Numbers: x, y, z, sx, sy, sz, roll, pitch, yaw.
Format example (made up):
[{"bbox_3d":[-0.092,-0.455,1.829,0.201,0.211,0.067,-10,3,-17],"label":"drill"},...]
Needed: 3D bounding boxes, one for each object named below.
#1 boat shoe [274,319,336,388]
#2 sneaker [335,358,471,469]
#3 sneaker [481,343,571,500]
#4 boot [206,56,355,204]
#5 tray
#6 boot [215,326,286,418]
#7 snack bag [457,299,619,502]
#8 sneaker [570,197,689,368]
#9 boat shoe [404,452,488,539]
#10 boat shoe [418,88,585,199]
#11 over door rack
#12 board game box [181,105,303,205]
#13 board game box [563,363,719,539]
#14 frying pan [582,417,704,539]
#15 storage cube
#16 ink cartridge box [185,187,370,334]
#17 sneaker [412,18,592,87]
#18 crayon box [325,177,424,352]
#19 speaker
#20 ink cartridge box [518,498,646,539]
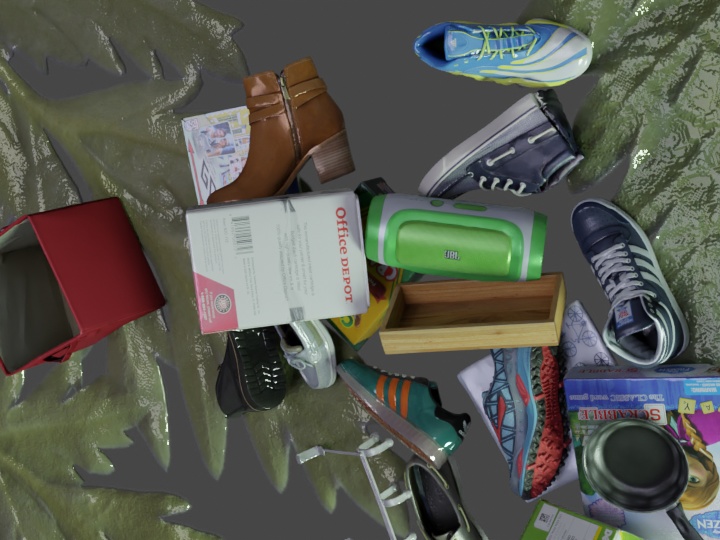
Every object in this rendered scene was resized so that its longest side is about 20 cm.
[{"bbox_3d":[-0.088,0.071,1.499,0.074,0.065,0.202,21,138,48],"label":"boat shoe"},{"bbox_3d":[0.055,0.161,1.471,0.080,0.071,0.200,-45,55,-12],"label":"sneaker"},{"bbox_3d":[0.187,0.164,1.372,0.095,0.079,0.201,12,105,47],"label":"sneaker"},{"bbox_3d":[-0.117,-0.162,1.449,0.199,0.077,0.156,-21,97,2],"label":"boot"},{"bbox_3d":[0.130,0.049,1.351,0.199,0.099,0.037,-5,122,19],"label":"tray"},{"bbox_3d":[-0.166,0.097,1.584,0.138,0.077,0.201,-31,60,58],"label":"boot"},{"bbox_3d":[0.224,0.157,1.390,0.200,0.021,0.189,-32,84,32],"label":"snack bag"},{"bbox_3d":[0.280,0.014,1.273,0.070,0.108,0.200,-34,83,31],"label":"sneaker"},{"bbox_3d":[0.107,0.318,1.472,0.072,0.060,0.202,-20,90,33],"label":"boat shoe"},{"bbox_3d":[0.158,-0.111,1.336,0.200,0.075,0.093,-39,73,30],"label":"boat shoe"},{"bbox_3d":[0.007,0.287,1.509,0.200,0.066,0.148,-19,91,58],"label":"over door rack"},{"bbox_3d":[-0.144,-0.109,1.515,0.134,0.029,0.201,-10,96,8],"label":"board game box"},{"bbox_3d":[0.336,0.202,1.302,0.199,0.041,0.200,-4,106,28],"label":"board game box"},{"bbox_3d":[0.329,0.227,1.272,0.190,0.031,0.115,31,119,11],"label":"frying pan"},{"bbox_3d":[-0.413,0.021,1.645,0.171,0.180,0.200,-27,87,32],"label":"storage cube"},{"bbox_3d":[-0.097,-0.013,1.392,0.199,0.083,0.147,-7,99,-5],"label":"ink cartridge box"},{"bbox_3d":[0.147,-0.237,1.298,0.199,0.105,0.076,6,104,30],"label":"sneaker"},{"bbox_3d":[0.000,0.000,1.471,0.127,0.051,0.200,46,120,14],"label":"crayon box"},{"bbox_3d":[0.109,-0.037,1.347,0.199,0.088,0.089,7,105,8],"label":"speaker"},{"bbox_3d":[0.283,0.352,1.325,0.200,0.076,0.148,18,147,27],"label":"ink cartridge box"}]
